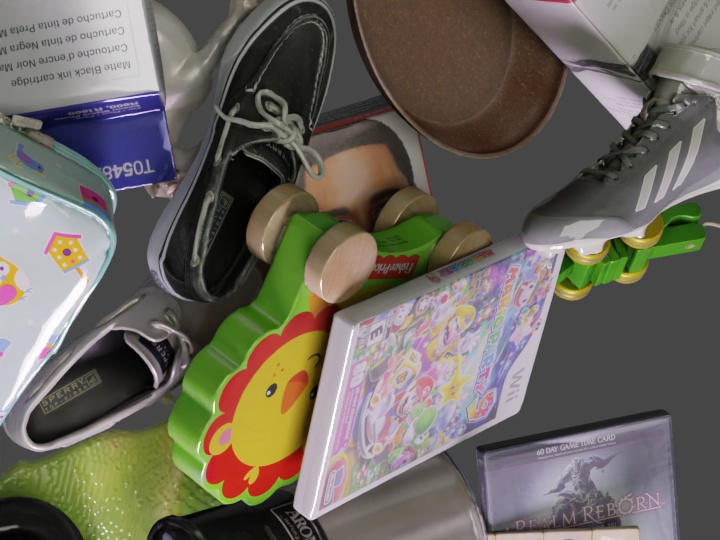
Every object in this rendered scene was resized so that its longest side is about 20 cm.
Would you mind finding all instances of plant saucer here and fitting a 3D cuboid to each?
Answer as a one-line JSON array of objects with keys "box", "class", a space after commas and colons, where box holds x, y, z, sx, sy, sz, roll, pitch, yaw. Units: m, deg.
[{"box": [0.055, -0.167, 1.413, 0.199, 0.037, 0.202, 10, 76, -43], "class": "plant saucer"}]

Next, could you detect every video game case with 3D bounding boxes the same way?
[{"box": [0.045, 0.058, 1.369, 0.199, 0.018, 0.144, -23, 136, -43], "class": "video game case"}, {"box": [0.155, 0.206, 1.560, 0.142, 0.019, 0.202, -10, 104, -18], "class": "video game case"}]

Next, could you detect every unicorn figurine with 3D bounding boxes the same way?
[{"box": [-0.117, -0.136, 1.379, 0.137, 0.074, 0.200, -41, 98, 3], "class": "unicorn figurine"}]

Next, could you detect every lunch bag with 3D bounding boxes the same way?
[{"box": [-0.242, -0.006, 1.314, 0.160, 0.077, 0.200, 27, 116, -19], "class": "lunch bag"}]

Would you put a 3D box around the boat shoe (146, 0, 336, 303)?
[{"box": [-0.059, -0.074, 1.334, 0.073, 0.068, 0.200, 35, 78, -31], "class": "boat shoe"}]

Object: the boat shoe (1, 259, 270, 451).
[{"box": [-0.133, 0.047, 1.402, 0.199, 0.066, 0.072, -29, 108, -12], "class": "boat shoe"}]

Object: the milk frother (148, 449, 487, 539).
[{"box": [-0.034, 0.228, 1.440, 0.187, 0.200, 0.182, -15, 76, -31], "class": "milk frother"}]

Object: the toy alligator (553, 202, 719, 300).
[{"box": [0.184, -0.030, 1.511, 0.199, 0.059, 0.055, -17, 64, -16], "class": "toy alligator"}]

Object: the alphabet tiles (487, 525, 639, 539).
[{"box": [0.108, 0.274, 1.541, 0.166, 0.008, 0.202, -2, 101, -6], "class": "alphabet tiles"}]

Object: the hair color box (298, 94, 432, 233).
[{"box": [0.000, 0.000, 1.444, 0.101, 0.061, 0.202, -18, 104, -15], "class": "hair color box"}]

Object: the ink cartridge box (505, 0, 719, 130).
[{"box": [0.178, -0.192, 1.433, 0.200, 0.083, 0.146, 43, 74, -33], "class": "ink cartridge box"}]

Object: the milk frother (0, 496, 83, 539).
[{"box": [-0.221, 0.232, 1.328, 0.187, 0.200, 0.182, -13, 95, -11], "class": "milk frother"}]

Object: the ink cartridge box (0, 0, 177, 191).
[{"box": [-0.218, -0.132, 1.318, 0.198, 0.041, 0.202, -10, 99, 0], "class": "ink cartridge box"}]

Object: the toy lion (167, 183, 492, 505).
[{"box": [-0.026, 0.048, 1.342, 0.199, 0.068, 0.193, -3, 120, -54], "class": "toy lion"}]

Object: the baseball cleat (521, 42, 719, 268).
[{"box": [0.173, -0.079, 1.376, 0.199, 0.070, 0.107, -23, 111, -30], "class": "baseball cleat"}]
